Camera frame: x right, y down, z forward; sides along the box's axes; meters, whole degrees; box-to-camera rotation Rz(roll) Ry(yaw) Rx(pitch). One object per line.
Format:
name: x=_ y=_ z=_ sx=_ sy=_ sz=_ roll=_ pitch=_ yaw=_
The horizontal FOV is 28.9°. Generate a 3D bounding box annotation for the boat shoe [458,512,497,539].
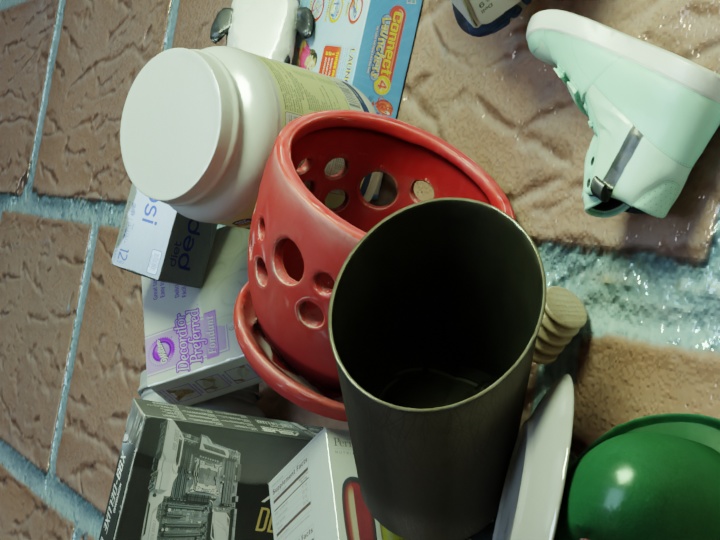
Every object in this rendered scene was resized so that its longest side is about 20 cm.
boat shoe: x=0.079 y=0.218 z=1.015 sx=0.074 sy=0.065 sz=0.202 roll=-40 pitch=47 yaw=51

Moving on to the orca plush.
orca plush: x=-0.083 y=-0.202 z=1.368 sx=0.104 sy=0.071 sz=0.203 roll=-19 pitch=67 yaw=8

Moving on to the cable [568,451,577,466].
cable: x=0.161 y=0.192 z=0.921 sx=0.200 sy=0.050 sz=0.099 roll=-125 pitch=45 yaw=-68

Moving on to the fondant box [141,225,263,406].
fondant box: x=-0.107 y=0.029 z=1.317 sx=0.197 sy=0.058 sz=0.146 roll=-19 pitch=57 yaw=16

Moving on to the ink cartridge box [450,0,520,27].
ink cartridge box: x=0.083 y=-0.304 z=1.053 sx=0.145 sy=0.088 sz=0.201 roll=-36 pitch=60 yaw=3

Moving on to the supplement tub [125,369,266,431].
supplement tub: x=-0.163 y=0.205 z=1.379 sx=0.144 sy=0.143 sz=0.203 roll=-26 pitch=58 yaw=56

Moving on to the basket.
basket: x=0.052 y=0.084 z=0.957 sx=0.202 sy=0.134 sz=0.182 roll=88 pitch=-160 yaw=-48

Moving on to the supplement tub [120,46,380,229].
supplement tub: x=-0.091 y=-0.108 z=1.191 sx=0.144 sy=0.199 sz=0.148 roll=-5 pitch=82 yaw=40

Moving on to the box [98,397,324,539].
box: x=-0.124 y=0.209 z=1.252 sx=0.050 sy=0.197 sz=0.160 roll=32 pitch=108 yaw=64

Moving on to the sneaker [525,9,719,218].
sneaker: x=0.159 y=-0.105 z=0.965 sx=0.200 sy=0.073 sz=0.120 roll=40 pitch=109 yaw=55

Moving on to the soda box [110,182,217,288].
soda box: x=-0.163 y=-0.090 z=1.295 sx=0.063 sy=0.068 sz=0.203 roll=16 pitch=91 yaw=32

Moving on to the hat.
hat: x=0.132 y=0.120 z=0.789 sx=0.199 sy=0.176 sz=0.167 roll=7 pitch=64 yaw=50

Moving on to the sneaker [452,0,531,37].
sneaker: x=0.102 y=-0.273 z=1.146 sx=0.085 sy=0.076 sz=0.203 roll=144 pitch=138 yaw=-60

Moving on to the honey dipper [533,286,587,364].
honey dipper: x=0.105 y=0.088 z=1.051 sx=0.201 sy=0.037 sz=0.038 roll=-58 pitch=35 yaw=42

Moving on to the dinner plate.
dinner plate: x=0.103 y=0.163 z=0.895 sx=0.200 sy=0.024 sz=0.203 roll=13 pitch=-90 yaw=-86

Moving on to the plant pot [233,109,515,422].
plant pot: x=0.000 y=0.000 z=1.102 sx=0.184 sy=0.198 sz=0.202 roll=-65 pitch=31 yaw=34

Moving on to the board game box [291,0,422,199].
board game box: x=-0.029 y=-0.183 z=1.357 sx=0.195 sy=0.055 sz=0.203 roll=22 pitch=100 yaw=61

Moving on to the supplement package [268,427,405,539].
supplement package: x=0.006 y=0.241 z=1.092 sx=0.110 sy=0.112 sz=0.203 roll=-47 pitch=43 yaw=46
